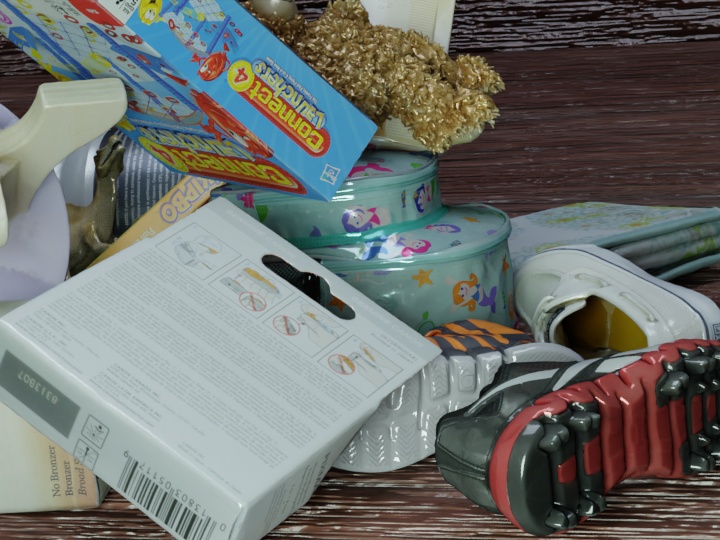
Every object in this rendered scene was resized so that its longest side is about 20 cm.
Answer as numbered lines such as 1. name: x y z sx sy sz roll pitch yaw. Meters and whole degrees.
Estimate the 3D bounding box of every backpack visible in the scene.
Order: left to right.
1. backpack: 0.000 0.000 1.462 0.199 0.151 0.178 4 12 18

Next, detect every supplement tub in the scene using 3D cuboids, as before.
1. supplement tub: -0.141 -0.039 1.711 0.199 0.141 0.140 -3 11 9

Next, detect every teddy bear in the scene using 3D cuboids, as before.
1. teddy bear: -0.002 -0.135 1.470 0.200 0.067 0.145 24 36 13

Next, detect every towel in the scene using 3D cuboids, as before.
1. towel: 0.159 -0.012 1.693 0.200 0.048 0.171 -13 11 -37

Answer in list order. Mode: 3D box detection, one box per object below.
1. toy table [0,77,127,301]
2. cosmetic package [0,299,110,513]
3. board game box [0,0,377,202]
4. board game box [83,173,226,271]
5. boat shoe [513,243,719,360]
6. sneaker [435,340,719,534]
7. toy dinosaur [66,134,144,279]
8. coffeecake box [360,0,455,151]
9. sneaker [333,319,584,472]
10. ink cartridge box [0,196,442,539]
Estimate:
1. toy table: -0.231 -0.059 1.343 0.183 0.117 0.200 -16 58 -23
2. cosmetic package: -0.237 0.077 1.260 0.199 0.104 0.087 -5 14 7
3. board game box: -0.119 -0.127 1.358 0.196 0.056 0.200 40 -15 -31
4. board game box: -0.138 -0.019 1.525 0.200 0.030 0.096 -40 -4 8
5. boat shoe: 0.142 0.031 1.429 0.070 0.071 0.200 -8 18 -29
6. sneaker: 0.116 0.074 1.153 0.200 0.071 0.098 -17 18 -42
7. toy dinosaur: -0.210 0.001 1.635 0.101 0.200 0.058 44 7 29
8. coffeecake box: 0.012 -0.094 1.624 0.073 0.154 0.200 11 -34 -2
9. sneaker: 0.026 0.068 1.299 0.199 0.078 0.112 4 5 -12
10. ink cartridge box: -0.074 0.052 1.189 0.162 0.057 0.200 35 31 16
